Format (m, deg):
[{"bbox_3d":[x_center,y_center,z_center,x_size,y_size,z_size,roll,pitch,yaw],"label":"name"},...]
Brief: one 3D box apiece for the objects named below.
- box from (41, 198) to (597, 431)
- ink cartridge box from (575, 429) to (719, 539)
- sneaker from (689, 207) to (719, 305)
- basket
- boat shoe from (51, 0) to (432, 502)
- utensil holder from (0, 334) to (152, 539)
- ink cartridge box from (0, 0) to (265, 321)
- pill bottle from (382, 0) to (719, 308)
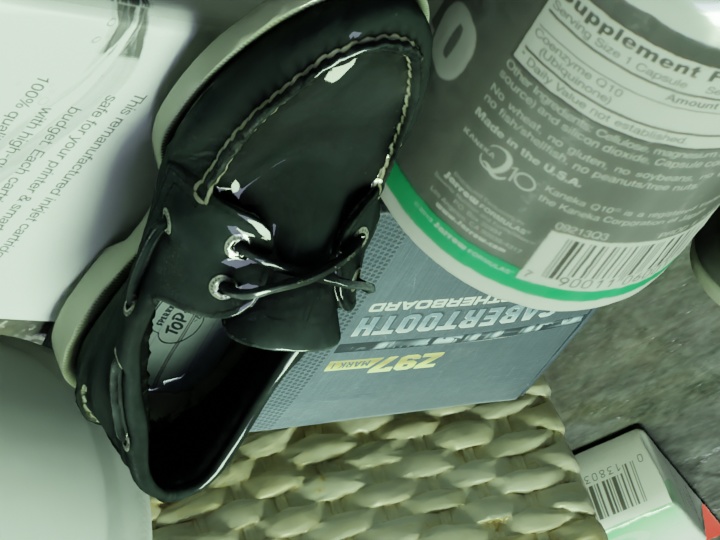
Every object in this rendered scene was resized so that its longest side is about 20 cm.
[{"bbox_3d":[0.000,0.000,0.904,0.199,0.051,0.158,-5,151,-28],"label":"box"},{"bbox_3d":[0.102,0.156,1.278,0.160,0.050,0.200,-24,151,11],"label":"ink cartridge box"},{"bbox_3d":[0.214,-0.056,0.929,0.199,0.075,0.107,-24,152,-14],"label":"sneaker"},{"bbox_3d":[-0.004,0.150,1.031,0.198,0.199,0.161,-11,149,-15],"label":"basket"},{"bbox_3d":[-0.028,-0.001,0.678,0.074,0.066,0.199,-1,147,-35],"label":"boat shoe"},{"bbox_3d":[-0.194,0.082,0.806,0.169,0.171,0.199,-32,148,25],"label":"utensil holder"},{"bbox_3d":[-0.120,-0.059,0.672,0.199,0.084,0.144,6,144,-40],"label":"ink cartridge box"},{"bbox_3d":[0.083,-0.086,0.708,0.112,0.114,0.200,-5,150,-27],"label":"pill bottle"}]
